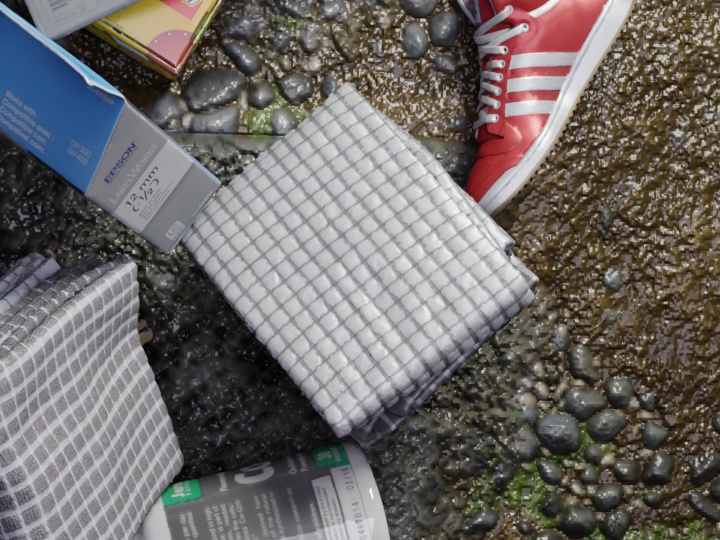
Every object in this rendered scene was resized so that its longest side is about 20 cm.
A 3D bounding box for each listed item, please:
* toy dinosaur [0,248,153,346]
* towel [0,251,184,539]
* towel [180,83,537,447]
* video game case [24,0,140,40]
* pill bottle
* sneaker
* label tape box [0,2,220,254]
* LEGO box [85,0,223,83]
[{"bbox_3d":[-0.241,0.046,1.111,0.200,0.058,0.101,-15,94,-8],"label":"toy dinosaur"},{"bbox_3d":[-0.185,0.094,1.019,0.085,0.200,0.166,-10,111,24],"label":"towel"},{"bbox_3d":[0.000,0.000,1.097,0.166,0.086,0.200,-39,66,-6],"label":"towel"},{"bbox_3d":[-0.156,-0.269,1.029,0.182,0.023,0.200,-22,94,14],"label":"video game case"},{"bbox_3d":[-0.084,0.190,1.107,0.200,0.113,0.113,-13,92,-9],"label":"pill bottle"},{"bbox_3d":[0.097,-0.138,1.151,0.112,0.071,0.200,33,78,-11],"label":"sneaker"},{"bbox_3d":[-0.185,-0.096,1.011,0.143,0.200,0.066,36,89,21],"label":"label tape box"},{"bbox_3d":[-0.169,-0.242,1.108,0.200,0.077,0.149,32,86,-8],"label":"LEGO box"}]
